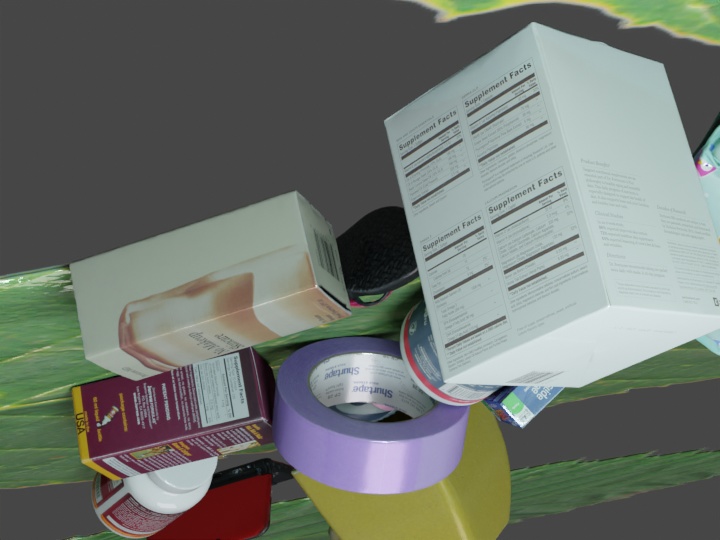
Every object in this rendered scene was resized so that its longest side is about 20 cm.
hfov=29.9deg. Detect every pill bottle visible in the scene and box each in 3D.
[{"bbox_3d":[0.132,0.045,1.290,0.119,0.120,0.200,-2,158,-28],"label":"pill bottle"},{"bbox_3d":[-0.247,0.250,1.635,0.113,0.113,0.200,-2,159,-29],"label":"pill bottle"}]

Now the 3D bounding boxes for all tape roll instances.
[{"bbox_3d":[0.010,0.145,1.383,0.200,0.200,0.066,-4,119,-23],"label":"tape roll"}]

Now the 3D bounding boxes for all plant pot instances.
[{"bbox_3d":[0.074,0.264,1.649,0.195,0.200,0.194,-24,-174,32],"label":"plant pot"}]

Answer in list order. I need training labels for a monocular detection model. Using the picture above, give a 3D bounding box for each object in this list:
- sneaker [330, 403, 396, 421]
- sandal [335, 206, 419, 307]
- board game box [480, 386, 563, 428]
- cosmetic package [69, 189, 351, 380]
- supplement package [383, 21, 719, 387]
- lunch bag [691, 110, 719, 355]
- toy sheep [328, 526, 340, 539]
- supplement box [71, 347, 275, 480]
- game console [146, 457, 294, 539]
[{"bbox_3d":[0.041,0.118,1.546,0.200,0.070,0.082,-19,143,10],"label":"sneaker"},{"bbox_3d":[0.000,0.000,1.149,0.045,0.075,0.200,22,152,-33],"label":"sandal"},{"bbox_3d":[0.211,0.075,1.358,0.200,0.034,0.135,-43,180,-4],"label":"board game box"},{"bbox_3d":[-0.120,0.016,1.095,0.200,0.087,0.103,-17,162,13],"label":"cosmetic package"},{"bbox_3d":[0.137,-0.037,0.936,0.152,0.200,0.151,6,154,-43],"label":"supplement package"},{"bbox_3d":[0.311,-0.064,1.045,0.200,0.122,0.170,-45,165,-36],"label":"lunch bag"},{"bbox_3d":[0.038,0.449,2.354,0.200,0.138,0.138,-7,164,18],"label":"toy sheep"},{"bbox_3d":[-0.192,0.153,1.440,0.200,0.086,0.110,-14,160,4],"label":"supplement box"},{"bbox_3d":[-0.198,0.356,1.961,0.200,0.119,0.172,-18,160,16],"label":"game console"}]
